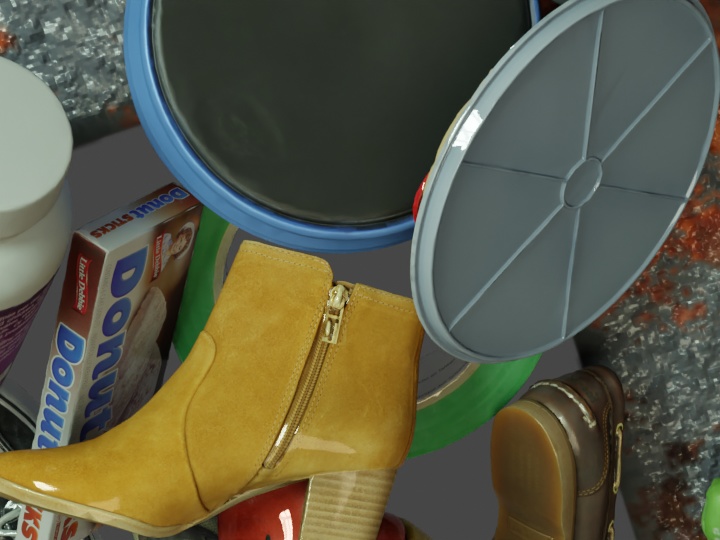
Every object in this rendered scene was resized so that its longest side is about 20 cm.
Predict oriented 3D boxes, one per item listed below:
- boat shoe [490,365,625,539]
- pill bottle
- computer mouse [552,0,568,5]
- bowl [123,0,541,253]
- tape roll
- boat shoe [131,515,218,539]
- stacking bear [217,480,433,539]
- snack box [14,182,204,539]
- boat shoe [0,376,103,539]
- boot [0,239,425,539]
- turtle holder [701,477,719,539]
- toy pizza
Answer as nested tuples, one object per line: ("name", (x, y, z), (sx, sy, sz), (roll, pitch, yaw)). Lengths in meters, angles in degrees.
("boat shoe", (0.108, 0.141, 1.046), (0.070, 0.070, 0.201), (-28, 137, -37))
("pill bottle", (-0.196, -0.011, 0.904), (0.112, 0.113, 0.200), (22, 144, -11))
("computer mouse", (0.148, -0.201, 0.911), (0.200, 0.053, 0.139), (-43, 106, -2))
("bowl", (-0.010, -0.109, 0.910), (0.200, 0.039, 0.201), (0, 90, -9))
("tape roll", (0.000, 0.000, 0.994), (0.200, 0.048, 0.201), (-1, 113, -1))
("boat shoe", (-0.052, 0.201, 1.068), (0.072, 0.066, 0.201), (-36, 110, 13))
("stacking bear", (0.000, 0.173, 1.003), (0.121, 0.114, 0.200), (-14, 119, 43))
("snack box", (-0.125, 0.053, 0.962), (0.024, 0.072, 0.200), (33, 127, 22))
("boat shoe", (-0.182, 0.139, 1.036), (0.072, 0.068, 0.200), (-20, 113, 7))
("boot", (-0.073, 0.056, 0.921), (0.200, 0.071, 0.145), (10, 83, -7))
("turtle holder", (0.279, 0.168, 1.030), (0.185, 0.132, 0.141), (-9, 115, 4))
("toy pizza", (0.093, -0.047, 0.911), (0.200, 0.032, 0.201), (-29, 137, -30))
